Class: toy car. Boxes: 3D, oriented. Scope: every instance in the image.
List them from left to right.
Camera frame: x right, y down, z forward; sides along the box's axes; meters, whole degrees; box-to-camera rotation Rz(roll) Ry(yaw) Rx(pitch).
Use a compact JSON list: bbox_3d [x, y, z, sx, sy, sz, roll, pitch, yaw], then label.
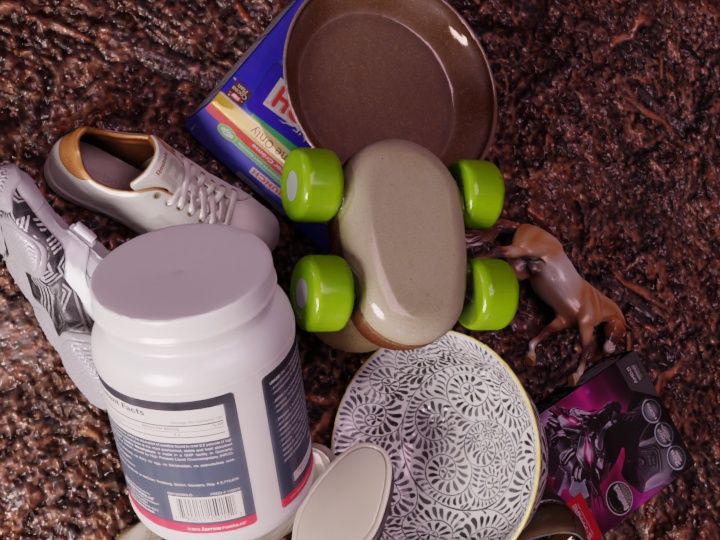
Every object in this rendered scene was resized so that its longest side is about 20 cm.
[{"bbox_3d":[0.000,0.000,0.930,0.164,0.200,0.158,1,73,-24],"label":"toy car"}]

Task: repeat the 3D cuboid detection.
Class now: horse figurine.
[{"bbox_3d":[0.167,0.017,1.087,0.200,0.050,0.133,46,50,-2],"label":"horse figurine"}]

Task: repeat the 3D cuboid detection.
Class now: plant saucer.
[{"bbox_3d":[0.021,-0.150,0.985,0.200,0.037,0.201,7,74,-26],"label":"plant saucer"}]

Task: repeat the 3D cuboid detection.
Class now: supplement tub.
[{"bbox_3d":[-0.110,0.082,0.835,0.140,0.140,0.200,-26,128,-29],"label":"supplement tub"}]

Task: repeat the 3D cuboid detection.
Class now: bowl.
[{"bbox_3d":[0.080,0.152,0.960,0.094,0.201,0.201,14,69,-51],"label":"bowl"}]

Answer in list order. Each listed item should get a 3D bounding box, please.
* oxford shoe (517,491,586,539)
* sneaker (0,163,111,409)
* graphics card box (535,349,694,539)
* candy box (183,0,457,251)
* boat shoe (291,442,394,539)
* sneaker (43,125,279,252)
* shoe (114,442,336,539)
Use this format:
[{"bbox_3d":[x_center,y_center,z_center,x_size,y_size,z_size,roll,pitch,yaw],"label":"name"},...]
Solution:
[{"bbox_3d":[0.099,0.261,0.953,0.200,0.084,0.073,-42,104,-1],"label":"oxford shoe"},{"bbox_3d":[-0.199,-0.003,0.909,0.115,0.075,0.200,-30,96,-29],"label":"sneaker"},{"bbox_3d":[0.198,0.172,1.067,0.200,0.051,0.126,-28,90,-29],"label":"graphics card box"},{"bbox_3d":[-0.024,-0.146,1.026,0.169,0.077,0.200,41,65,-12],"label":"candy box"},{"bbox_3d":[-0.025,0.233,0.929,0.067,0.057,0.200,18,76,15],"label":"boat shoe"},{"bbox_3d":[-0.148,-0.058,0.940,0.200,0.085,0.073,19,68,-22],"label":"sneaker"},{"bbox_3d":[-0.095,0.191,0.918,0.200,0.053,0.070,-24,88,-29],"label":"shoe"}]
